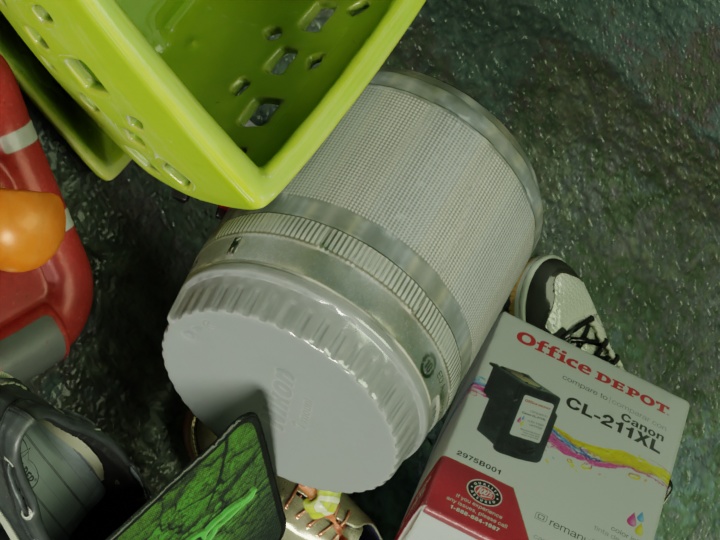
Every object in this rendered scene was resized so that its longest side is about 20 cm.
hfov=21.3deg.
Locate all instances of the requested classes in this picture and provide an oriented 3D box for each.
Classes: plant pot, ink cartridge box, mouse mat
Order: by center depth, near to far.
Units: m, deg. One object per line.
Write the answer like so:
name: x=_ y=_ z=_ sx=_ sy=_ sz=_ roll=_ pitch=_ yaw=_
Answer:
mouse mat: x=-0.117 y=0.174 z=1.017 sx=0.200 sy=0.008 sz=0.161 roll=-42 pitch=154 yaw=-18
plant pot: x=-0.107 y=-0.167 z=1.044 sx=0.199 sy=0.181 sz=0.201 roll=51 pitch=60 yaw=-29
ink cartridge box: x=0.115 y=0.139 z=1.218 sx=0.145 sy=0.083 sz=0.201 roll=25 pitch=40 yaw=2

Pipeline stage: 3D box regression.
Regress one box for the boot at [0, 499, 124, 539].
boot: x=-0.194 y=0.223 z=1.055 sx=0.164 sy=0.065 sz=0.202 roll=3 pitch=89 yaw=-39

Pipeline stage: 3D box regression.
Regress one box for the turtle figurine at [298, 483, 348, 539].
turtle figurine: x=-0.029 y=0.075 z=1.150 sx=0.161 sy=0.064 sz=0.201 roll=40 pitch=32 yaw=-19

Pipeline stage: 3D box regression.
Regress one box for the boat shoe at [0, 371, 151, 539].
boat shoe: x=-0.141 y=0.127 z=1.004 sx=0.075 sy=0.066 sz=0.200 roll=-52 pitch=131 yaw=-29

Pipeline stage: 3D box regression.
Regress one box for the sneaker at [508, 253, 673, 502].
sneaker: x=0.170 y=0.081 z=1.347 sx=0.075 sy=0.087 sz=0.202 roll=-30 pitch=108 yaw=-34

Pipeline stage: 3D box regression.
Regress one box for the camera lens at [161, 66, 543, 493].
camera lens: x=0.000 y=0.000 z=1.058 sx=0.160 sy=0.159 sz=0.201 roll=52 pitch=51 yaw=-28

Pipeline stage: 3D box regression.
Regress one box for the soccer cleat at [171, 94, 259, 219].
soccer cleat: x=-0.030 y=-0.053 z=1.188 sx=0.199 sy=0.068 sz=0.086 roll=25 pitch=79 yaw=-33

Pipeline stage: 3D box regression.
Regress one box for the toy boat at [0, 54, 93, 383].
toy boat: x=-0.201 y=-0.028 z=1.000 sx=0.130 sy=0.130 sz=0.202 roll=-33 pitch=112 yaw=-35

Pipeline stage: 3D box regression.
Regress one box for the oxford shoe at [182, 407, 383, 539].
oxford shoe: x=-0.032 y=0.145 z=1.184 sx=0.200 sy=0.073 sz=0.071 roll=50 pitch=62 yaw=-29
